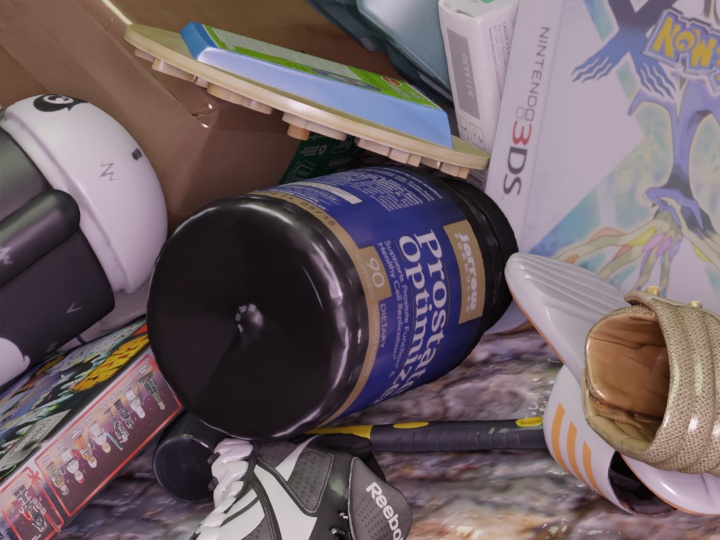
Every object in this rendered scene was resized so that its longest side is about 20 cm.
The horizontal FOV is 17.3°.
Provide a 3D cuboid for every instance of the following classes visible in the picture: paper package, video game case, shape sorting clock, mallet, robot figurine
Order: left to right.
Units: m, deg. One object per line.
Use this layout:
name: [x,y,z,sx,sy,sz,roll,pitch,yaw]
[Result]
robot figurine: [-0.198,-0.009,1.240,0.200,0.125,0.150,-34,48,-13]
paper package: [-0.103,-0.118,1.394,0.191,0.103,0.200,44,29,21]
shape sorting clock: [-0.028,-0.087,1.224,0.200,0.039,0.200,16,8,-2]
mallet: [0.001,0.077,1.150,0.200,0.041,0.066,-5,22,9]
video game case: [0.157,-0.062,1.156,0.200,0.182,0.022,14,7,30]

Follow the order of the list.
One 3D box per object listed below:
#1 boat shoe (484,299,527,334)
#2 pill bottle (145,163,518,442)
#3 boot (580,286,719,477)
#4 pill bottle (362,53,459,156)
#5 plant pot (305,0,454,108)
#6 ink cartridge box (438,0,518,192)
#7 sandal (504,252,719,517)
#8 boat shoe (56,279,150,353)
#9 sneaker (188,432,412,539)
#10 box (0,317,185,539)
boat shoe: [0.000,-0.004,1.280,0.202,0.075,0.086,-7,24,9]
pill bottle: [-0.004,0.008,1.123,0.112,0.112,0.200,-1,8,30]
boot: [0.167,0.041,1.004,0.155,0.073,0.200,15,25,-13]
pill bottle: [-0.022,-0.129,1.527,0.200,0.112,0.112,2,28,34]
plant pot: [0.062,-0.210,1.345,0.196,0.200,0.200,-53,29,-1]
ink cartridge box: [0.146,-0.106,1.312,0.200,0.161,0.050,-25,32,-22]
sandal: [0.116,0.063,1.071,0.079,0.059,0.207,11,25,-25]
boat shoe: [-0.121,-0.012,1.381,0.066,0.072,0.200,-7,17,24]
sneaker: [-0.023,0.119,1.020,0.090,0.067,0.200,-14,21,6]
box: [-0.161,0.090,1.153,0.137,0.040,0.200,-21,15,37]
